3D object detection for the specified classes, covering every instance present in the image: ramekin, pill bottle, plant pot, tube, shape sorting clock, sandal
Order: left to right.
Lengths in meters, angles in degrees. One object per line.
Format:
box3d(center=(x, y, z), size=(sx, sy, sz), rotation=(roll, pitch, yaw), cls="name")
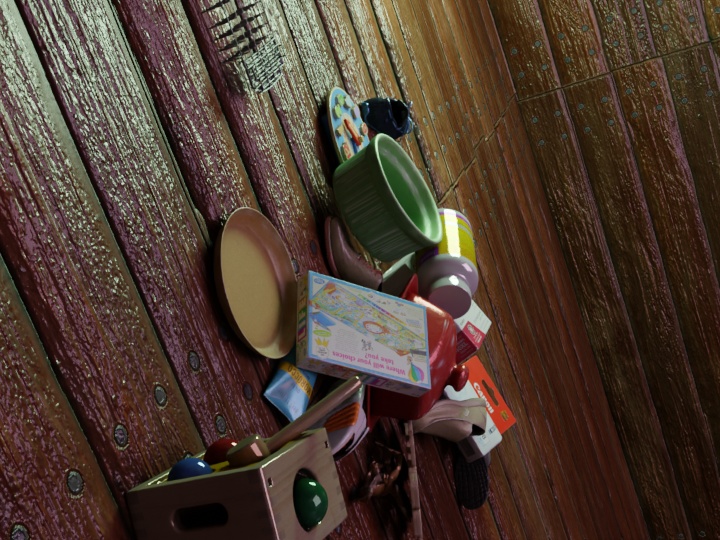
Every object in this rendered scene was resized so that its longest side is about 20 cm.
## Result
box3d(center=(-0.138, 0.018, 1.225), size=(0.200, 0.027, 0.201), rotation=(46, 37, -52), cls="plant pot")
box3d(center=(-0.080, 0.122, 1.285), size=(0.077, 0.050, 0.201), rotation=(47, 38, -23), cls="tube")
box3d(center=(-0.021, 0.217, 1.317), size=(0.060, 0.079, 0.207), rotation=(65, 22, -17), cls="sandal")
box3d(center=(-0.012, -0.228, 1.662), size=(0.200, 0.039, 0.201), rotation=(47, 36, -51), cls="shape sorting clock")
box3d(center=(0.041, -0.111, 1.527), size=(0.200, 0.097, 0.201), rotation=(48, 25, -31), cls="ramekin")
box3d(center=(0.143, -0.009, 1.576), size=(0.201, 0.104, 0.105), rotation=(-89, 155, -53), cls="pill bottle")

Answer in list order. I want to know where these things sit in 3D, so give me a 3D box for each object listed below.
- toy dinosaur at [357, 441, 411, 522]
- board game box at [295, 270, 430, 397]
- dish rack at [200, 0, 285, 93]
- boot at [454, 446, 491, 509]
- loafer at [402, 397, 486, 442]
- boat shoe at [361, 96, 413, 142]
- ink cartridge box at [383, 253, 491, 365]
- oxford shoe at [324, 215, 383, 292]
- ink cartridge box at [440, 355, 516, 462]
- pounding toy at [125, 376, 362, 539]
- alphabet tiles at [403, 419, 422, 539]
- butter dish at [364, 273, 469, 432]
box3d(center=(0.036, 0.326, 1.445), size=(0.200, 0.060, 0.107), rotation=(31, 76, -61), cls="toy dinosaur")
box3d(center=(0.005, 0.090, 1.309), size=(0.199, 0.034, 0.135), rotation=(18, 53, -27), cls="board game box")
box3d(center=(-0.173, -0.352, 1.331), size=(0.154, 0.054, 0.201), rotation=(-60, 134, -58), cls="dish rack")
box3d(center=(0.234, 0.376, 1.857), size=(0.131, 0.067, 0.202), rotation=(39, 42, -57), cls="boot")
box3d(center=(0.160, 0.268, 1.657), size=(0.199, 0.076, 0.069), rotation=(-2, 63, -41), cls="loafer")
box3d(center=(0.068, -0.300, 1.860), size=(0.200, 0.068, 0.085), rotation=(-15, 91, -68), cls="boat shoe")
box3d(center=(0.130, 0.063, 1.675), size=(0.200, 0.083, 0.145), rotation=(50, 24, -1), cls="ink cartridge box")
box3d(center=(0.000, 0.000, 1.504), size=(0.201, 0.074, 0.071), rotation=(69, 23, -17), cls="oxford shoe")
box3d(center=(0.229, 0.257, 1.817), size=(0.199, 0.047, 0.161), rotation=(-24, 81, -50), cls="ink cartridge box")
box3d(center=(-0.102, 0.213, 0.960), size=(0.184, 0.199, 0.143), rotation=(-14, 90, -68), cls="pounding toy")
box3d(center=(0.083, 0.330, 1.494), size=(0.200, 0.014, 0.197), rotation=(-89, 174, -71), cls="alphabet tiles")
box3d(center=(0.097, 0.145, 1.453), size=(0.200, 0.147, 0.200), rotation=(89, 26, -44), cls="butter dish")
